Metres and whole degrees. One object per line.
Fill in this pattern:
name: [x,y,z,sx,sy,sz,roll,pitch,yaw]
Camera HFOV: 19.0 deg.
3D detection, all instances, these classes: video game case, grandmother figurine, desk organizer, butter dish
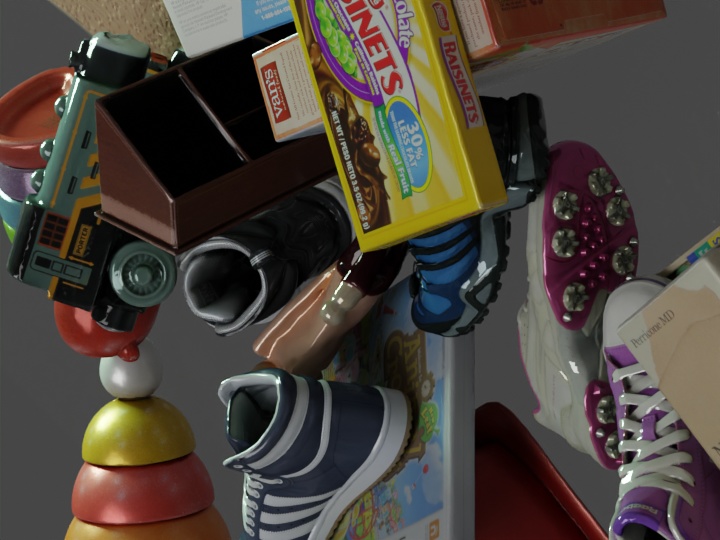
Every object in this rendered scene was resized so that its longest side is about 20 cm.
video game case: [0.016,0.109,1.384,0.182,0.022,0.201,-34,48,52]
grandmother figurine: [0.000,0.000,1.357,0.060,0.121,0.200,32,116,-7]
desk organizer: [-0.066,-0.090,1.300,0.071,0.199,0.078,25,128,36]
butter dish: [0.068,0.223,1.395,0.200,0.147,0.200,52,141,10]

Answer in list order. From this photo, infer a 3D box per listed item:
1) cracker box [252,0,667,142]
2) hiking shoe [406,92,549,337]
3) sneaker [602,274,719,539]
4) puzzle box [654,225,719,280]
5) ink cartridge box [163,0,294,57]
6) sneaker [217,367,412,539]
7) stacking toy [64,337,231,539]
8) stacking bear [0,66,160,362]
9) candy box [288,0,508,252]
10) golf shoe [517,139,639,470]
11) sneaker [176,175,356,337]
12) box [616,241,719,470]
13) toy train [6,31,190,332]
cracker box: [0.051,-0.131,1.193,0.199,0.133,0.058,-19,87,50]
hiking shoe: [0.047,-0.036,1.256,0.086,0.075,0.201,7,139,-9]
sneaker: [0.167,0.099,1.169,0.072,0.114,0.202,-22,79,29]
puzzle box: [0.256,0.056,1.182,0.201,0.025,0.133,54,140,7]
ink cartridge box: [-0.062,-0.249,1.252,0.128,0.125,0.201,-10,106,49]
sneaker: [-0.061,0.133,1.375,0.200,0.108,0.070,-52,35,37]
stacking toy: [-0.165,0.146,1.641,0.146,0.146,0.202,6,101,45]
stacking bear: [-0.199,-0.029,1.562,0.121,0.114,0.201,16,129,40]
candy box: [0.010,-0.118,1.121,0.102,0.026,0.201,-19,86,47]
golf shoe: [0.120,0.019,1.271,0.091,0.075,0.202,14,119,54]
sneaker: [-0.085,0.003,1.447,0.076,0.114,0.200,58,141,2]
box: [0.238,0.076,1.132,0.200,0.078,0.095,52,141,9]
toy train: [-0.163,-0.061,1.447,0.085,0.113,0.201,-119,47,-77]
